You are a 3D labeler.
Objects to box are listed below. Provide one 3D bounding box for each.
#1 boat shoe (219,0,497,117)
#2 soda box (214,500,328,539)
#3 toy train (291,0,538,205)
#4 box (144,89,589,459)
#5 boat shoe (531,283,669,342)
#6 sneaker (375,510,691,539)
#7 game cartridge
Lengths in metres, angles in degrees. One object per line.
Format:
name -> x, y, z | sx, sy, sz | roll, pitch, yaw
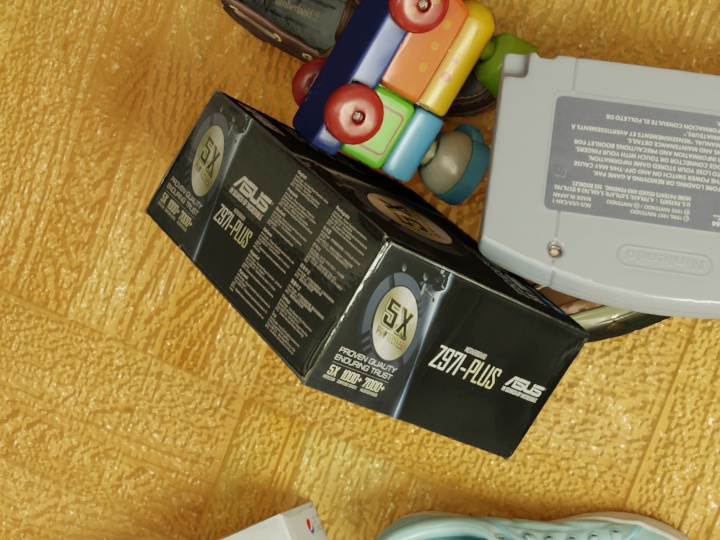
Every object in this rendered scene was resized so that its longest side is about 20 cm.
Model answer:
boat shoe -> -0.003, -0.148, 0.953 | 0.199, 0.070, 0.071 | 21, 93, 15
soda box -> -0.112, 0.217, 0.987 | 0.200, 0.064, 0.068 | -25, 82, 15
toy train -> 0.056, -0.141, 0.884 | 0.116, 0.085, 0.200 | 27, 98, -25
box -> 0.000, 0.000, 0.860 | 0.086, 0.164, 0.200 | -58, 41, 9
boat shoe -> 0.166, -0.008, 0.902 | 0.199, 0.076, 0.074 | -17, 79, 8
sneaker -> 0.099, 0.181, 0.911 | 0.199, 0.082, 0.074 | -3, 90, 17
game cartridge -> 0.168, -0.043, 0.843 | 0.199, 0.041, 0.134 | 8, 71, 4
